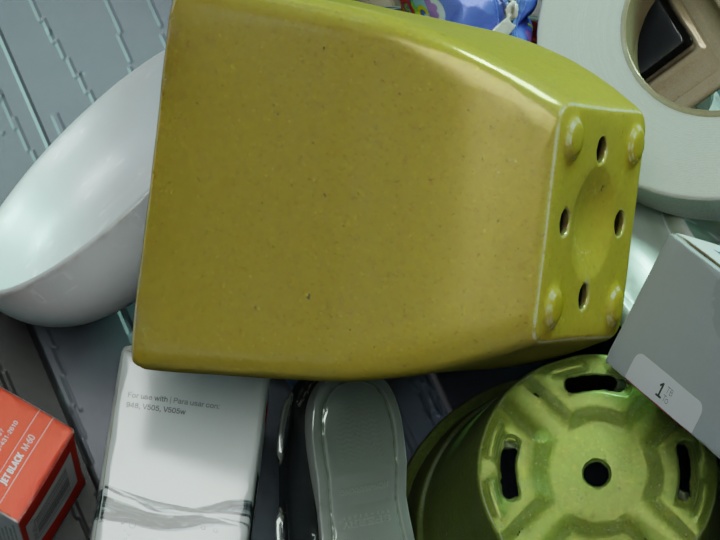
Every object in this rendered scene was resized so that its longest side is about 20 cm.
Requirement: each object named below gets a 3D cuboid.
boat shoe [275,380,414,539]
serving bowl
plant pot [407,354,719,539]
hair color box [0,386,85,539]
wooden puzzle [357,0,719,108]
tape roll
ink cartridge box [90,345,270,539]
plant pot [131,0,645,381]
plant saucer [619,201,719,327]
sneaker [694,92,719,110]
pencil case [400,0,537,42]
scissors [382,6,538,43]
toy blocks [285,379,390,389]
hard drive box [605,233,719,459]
[{"bbox_3d":[-0.008,0.151,1.518,0.075,0.060,0.201,3,88,-23],"label":"boat shoe"},{"bbox_3d":[-0.122,-0.039,1.556,0.066,0.200,0.200,47,74,-22],"label":"serving bowl"},{"bbox_3d":[0.117,0.128,1.491,0.199,0.190,0.201,0,74,-1],"label":"plant pot"},{"bbox_3d":[-0.251,0.076,1.540,0.199,0.111,0.064,28,73,7],"label":"hair color box"},{"bbox_3d":[0.102,-0.142,1.600,0.200,0.037,0.185,-38,73,26],"label":"wooden puzzle"},{"bbox_3d":[0.194,-0.125,1.501,0.202,0.037,0.204,-6,70,16],"label":"tape roll"},{"bbox_3d":[-0.101,0.157,1.500,0.083,0.147,0.201,8,73,-1],"label":"ink cartridge box"},{"bbox_3d":[0.029,-0.035,1.408,0.199,0.195,0.195,9,94,25],"label":"plant pot"},{"bbox_3d":[0.191,0.015,1.528,0.050,0.200,0.200,-45,77,17],"label":"plant saucer"},{"bbox_3d":[0.142,-0.164,1.644,0.075,0.081,0.200,-37,75,-10],"label":"sneaker"},{"bbox_3d":[0.066,-0.065,1.534,0.078,0.087,0.201,-2,86,-27],"label":"pencil case"},{"bbox_3d":[0.048,-0.148,1.606,0.199,0.014,0.073,21,101,26],"label":"scissors"},{"bbox_3d":[0.000,0.000,1.589,0.200,0.100,0.137,-40,90,-19],"label":"toy blocks"},{"bbox_3d":[0.247,0.066,1.384,0.199,0.156,0.077,16,107,-36],"label":"hard drive box"}]
